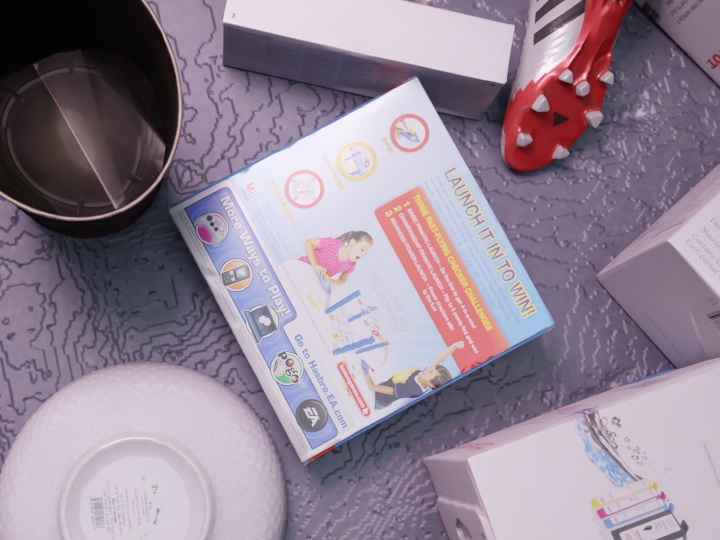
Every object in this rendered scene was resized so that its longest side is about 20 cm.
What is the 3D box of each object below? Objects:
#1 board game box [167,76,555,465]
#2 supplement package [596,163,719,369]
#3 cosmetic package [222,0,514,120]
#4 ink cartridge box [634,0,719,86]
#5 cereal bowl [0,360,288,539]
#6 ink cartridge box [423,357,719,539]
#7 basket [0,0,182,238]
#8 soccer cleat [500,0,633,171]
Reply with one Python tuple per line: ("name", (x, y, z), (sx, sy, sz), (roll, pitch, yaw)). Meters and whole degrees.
("board game box", (0.000, 0.000, 0.811), (0.196, 0.056, 0.200), (-28, 85, -3))
("supplement package", (0.306, -0.016, 0.813), (0.200, 0.151, 0.152), (-41, 87, -11))
("cosmetic package", (0.003, -0.164, 0.838), (0.200, 0.083, 0.051), (12, 80, -5))
("ink cartridge box", (0.251, -0.246, 0.849), (0.083, 0.147, 0.200), (-43, 89, -12))
("cereal bowl", (-0.144, 0.158, 0.767), (0.200, 0.083, 0.200), (1, 81, -7))
("ink cartridge box", (0.166, 0.158, 0.770), (0.200, 0.147, 0.145), (-18, 83, -9))
("basket", (-0.187, -0.096, 0.743), (0.136, 0.200, 0.180), (-30, 86, -11))
("soccer cleat", (0.150, -0.170, 0.855), (0.069, 0.085, 0.200), (10, 112, -28))
